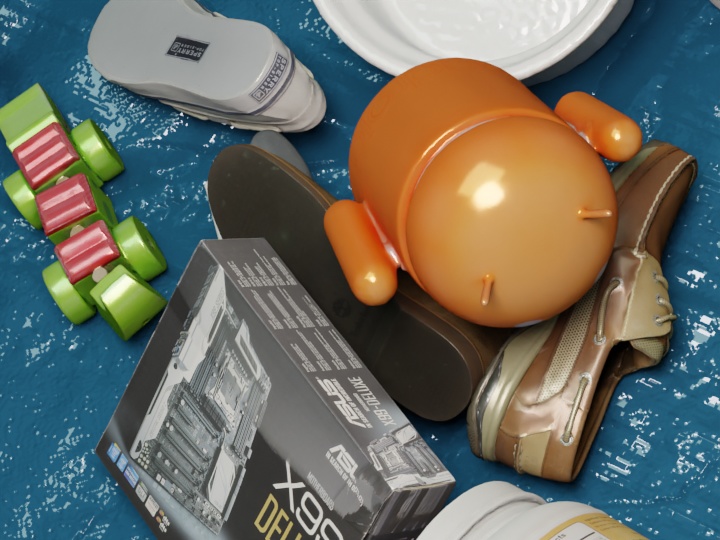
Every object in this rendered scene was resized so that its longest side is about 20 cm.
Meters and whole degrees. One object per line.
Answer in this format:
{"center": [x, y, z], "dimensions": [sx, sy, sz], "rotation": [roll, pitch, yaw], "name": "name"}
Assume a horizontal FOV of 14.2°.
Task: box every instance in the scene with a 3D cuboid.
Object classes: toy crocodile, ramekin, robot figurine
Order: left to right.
{"center": [-0.169, -0.036, 1.714], "dimensions": [0.067, 0.062, 0.200], "rotation": [-31, 56, 5], "name": "toy crocodile"}
{"center": [0.062, -0.040, 1.511], "dimensions": [0.200, 0.144, 0.117], "rotation": [-130, 49, -63], "name": "robot figurine"}
{"center": [0.071, -0.196, 1.645], "dimensions": [0.200, 0.098, 0.201], "rotation": [-1, 86, 15], "name": "ramekin"}

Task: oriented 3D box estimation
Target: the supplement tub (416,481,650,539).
{"center": [0.120, 0.203, 1.421], "dimensions": [0.200, 0.145, 0.145], "rotation": [29, 78, 32], "name": "supplement tub"}

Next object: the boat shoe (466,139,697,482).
{"center": [0.134, 0.027, 1.556], "dimensions": [0.074, 0.076, 0.200], "rotation": [27, 79, 20], "name": "boat shoe"}

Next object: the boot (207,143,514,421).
{"center": [0.000, 0.000, 1.596], "dimensions": [0.200, 0.075, 0.074], "rotation": [42, 126, 12], "name": "boot"}

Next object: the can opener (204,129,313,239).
{"center": [-0.041, 0.013, 1.628], "dimensions": [0.053, 0.067, 0.200], "rotation": [-5, 57, -19], "name": "can opener"}

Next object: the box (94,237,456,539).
{"center": [-0.049, 0.105, 1.550], "dimensions": [0.200, 0.050, 0.158], "rotation": [52, 128, 33], "name": "box"}

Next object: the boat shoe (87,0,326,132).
{"center": [-0.090, -0.123, 1.725], "dimensions": [0.200, 0.066, 0.072], "rotation": [16, 73, 51], "name": "boat shoe"}

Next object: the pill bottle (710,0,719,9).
{"center": [0.211, -0.228, 1.575], "dimensions": [0.111, 0.200, 0.112], "rotation": [-10, 61, 18], "name": "pill bottle"}
